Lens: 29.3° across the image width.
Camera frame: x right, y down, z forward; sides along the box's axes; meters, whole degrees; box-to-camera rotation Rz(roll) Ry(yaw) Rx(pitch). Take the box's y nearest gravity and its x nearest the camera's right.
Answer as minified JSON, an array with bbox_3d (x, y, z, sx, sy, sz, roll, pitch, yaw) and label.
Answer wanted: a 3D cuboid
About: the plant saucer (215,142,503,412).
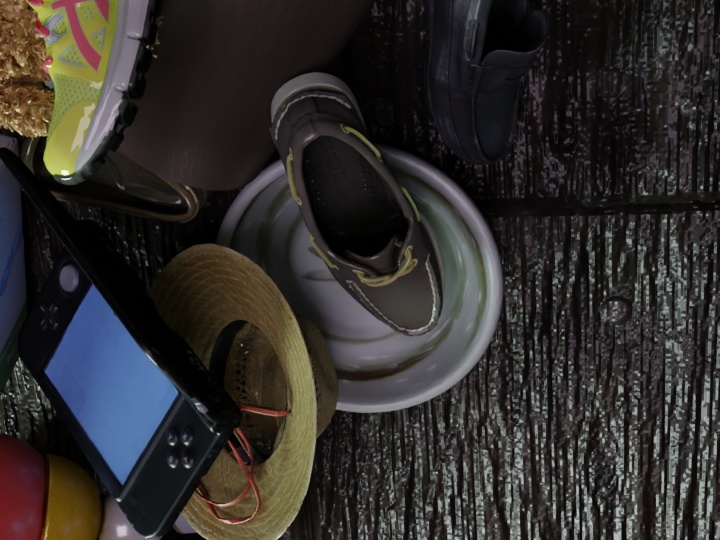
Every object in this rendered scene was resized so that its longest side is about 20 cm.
[{"bbox_3d":[0.000,0.000,0.950,0.199,0.050,0.201,4,116,7],"label":"plant saucer"}]

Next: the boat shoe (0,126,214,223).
[{"bbox_3d":[-0.198,-0.078,0.939,0.199,0.063,0.074,18,116,1],"label":"boat shoe"}]

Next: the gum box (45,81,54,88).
[{"bbox_3d":[-0.184,-0.191,0.856,0.066,0.114,0.201,17,116,1],"label":"gum box"}]

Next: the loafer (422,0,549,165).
[{"bbox_3d":[0.078,-0.138,0.832,0.070,0.068,0.201,23,145,28],"label":"loafer"}]

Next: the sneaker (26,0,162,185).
[{"bbox_3d":[-0.148,-0.146,0.719,0.090,0.078,0.201,10,89,-8],"label":"sneaker"}]

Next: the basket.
[{"bbox_3d":[-0.079,-0.162,0.845,0.179,0.136,0.201,18,121,-16],"label":"basket"}]

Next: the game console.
[{"bbox_3d":[-0.179,0.050,0.883,0.200,0.116,0.176,49,118,30],"label":"game console"}]

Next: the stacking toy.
[{"bbox_3d":[-0.239,0.179,0.994,0.199,0.146,0.147,11,118,-18],"label":"stacking toy"}]

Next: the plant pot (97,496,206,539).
[{"bbox_3d":[-0.230,0.303,1.060,0.198,0.178,0.201,13,115,3],"label":"plant pot"}]

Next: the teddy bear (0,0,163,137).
[{"bbox_3d":[-0.209,-0.140,0.783,0.199,0.067,0.146,-2,112,9],"label":"teddy bear"}]

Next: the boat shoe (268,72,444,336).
[{"bbox_3d":[0.002,-0.026,0.854,0.072,0.060,0.202,-23,126,8],"label":"boat shoe"}]

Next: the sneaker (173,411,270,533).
[{"bbox_3d":[-0.106,0.105,1.004,0.108,0.070,0.201,-5,120,17],"label":"sneaker"}]

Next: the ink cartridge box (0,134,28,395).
[{"bbox_3d":[-0.312,-0.010,0.947,0.144,0.088,0.201,13,137,3],"label":"ink cartridge box"}]

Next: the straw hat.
[{"bbox_3d":[-0.062,0.078,0.916,0.200,0.085,0.202,9,103,46],"label":"straw hat"}]
